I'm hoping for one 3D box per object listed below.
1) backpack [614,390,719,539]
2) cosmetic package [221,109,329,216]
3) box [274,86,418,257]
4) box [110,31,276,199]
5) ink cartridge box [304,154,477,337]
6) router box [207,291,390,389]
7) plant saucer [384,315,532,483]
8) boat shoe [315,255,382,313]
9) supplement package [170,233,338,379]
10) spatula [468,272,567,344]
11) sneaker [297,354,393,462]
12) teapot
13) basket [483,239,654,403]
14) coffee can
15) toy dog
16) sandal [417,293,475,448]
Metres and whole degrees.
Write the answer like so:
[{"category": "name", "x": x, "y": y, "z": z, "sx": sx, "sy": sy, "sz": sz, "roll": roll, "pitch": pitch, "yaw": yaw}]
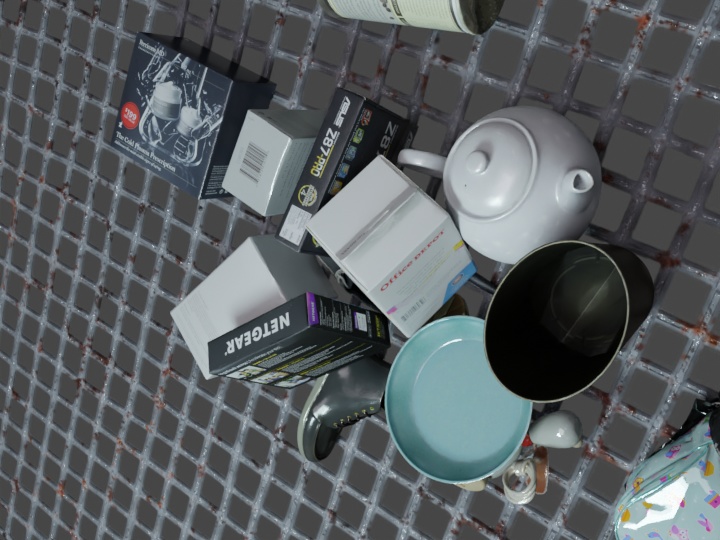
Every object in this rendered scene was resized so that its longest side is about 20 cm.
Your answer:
[{"category": "backpack", "x": 0.372, "y": 0.250, "z": 0.921, "sx": 0.167, "sy": 0.126, "sz": 0.200, "roll": 52, "pitch": 123, "yaw": 10}, {"category": "cosmetic package", "x": -0.075, "y": -0.144, "z": 1.094, "sx": 0.081, "sy": 0.200, "sz": 0.113, "roll": 35, "pitch": 117, "yaw": 24}, {"category": "box", "x": -0.014, "y": -0.114, "z": 1.061, "sx": 0.049, "sy": 0.161, "sz": 0.201, "roll": 27, "pitch": 98, "yaw": 25}, {"category": "box", "x": -0.252, "y": -0.230, "z": 1.248, "sx": 0.200, "sy": 0.104, "sz": 0.183, "roll": 30, "pitch": 111, "yaw": 25}, {"category": "ink cartridge box", "x": 0.038, "y": -0.031, "z": 1.012, "sx": 0.129, "sy": 0.200, "sz": 0.125, "roll": -44, "pitch": 61, "yaw": -2}, {"category": "router box", "x": -0.082, "y": 0.098, "z": 1.106, "sx": 0.200, "sy": 0.149, "sz": 0.051, "roll": -27, "pitch": 59, "yaw": 36}, {"category": "plant saucer", "x": 0.123, "y": 0.157, "z": 1.025, "sx": 0.199, "sy": 0.036, "sz": 0.201, "roll": -9, "pitch": 73, "yaw": 32}, {"category": "boat shoe", "x": 0.000, "y": 0.000, "z": 1.151, "sx": 0.200, "sy": 0.062, "sz": 0.073, "roll": 36, "pitch": 116, "yaw": 22}, {"category": "supplement package", "x": -0.155, "y": 0.049, "z": 1.224, "sx": 0.200, "sy": 0.120, "sz": 0.122, "roll": -39, "pitch": 75, "yaw": 31}, {"category": "spatula", "x": 0.194, "y": 0.051, "z": 1.054, "sx": 0.021, "sy": 0.057, "sz": 0.200, "roll": -45, "pitch": 62, "yaw": -6}, {"category": "sneaker", "x": -0.018, "y": 0.203, "z": 1.188, "sx": 0.106, "sy": 0.075, "sz": 0.201, "roll": 28, "pitch": 111, "yaw": 29}, {"category": "teapot", "x": 0.163, "y": -0.106, "z": 0.957, "sx": 0.200, "sy": 0.146, "sz": 0.198, "roll": -38, "pitch": 58, "yaw": 29}, {"category": "basket", "x": 0.243, "y": 0.037, "z": 0.921, "sx": 0.136, "sy": 0.200, "sz": 0.181, "roll": 38, "pitch": 117, "yaw": 21}, {"category": "coffee can", "x": 0.060, "y": -0.366, "z": 1.002, "sx": 0.199, "sy": 0.146, "sz": 0.147, "roll": 17, "pitch": 107, "yaw": 29}, {"category": "toy dog", "x": 0.198, "y": 0.228, "z": 1.041, "sx": 0.200, "sy": 0.096, "sz": 0.132, "roll": 0, "pitch": 57, "yaw": 60}, {"category": "sandal", "x": 0.121, "y": 0.130, "z": 1.090, "sx": 0.080, "sy": 0.054, "sz": 0.201, "roll": -19, "pitch": 66, "yaw": 33}]
